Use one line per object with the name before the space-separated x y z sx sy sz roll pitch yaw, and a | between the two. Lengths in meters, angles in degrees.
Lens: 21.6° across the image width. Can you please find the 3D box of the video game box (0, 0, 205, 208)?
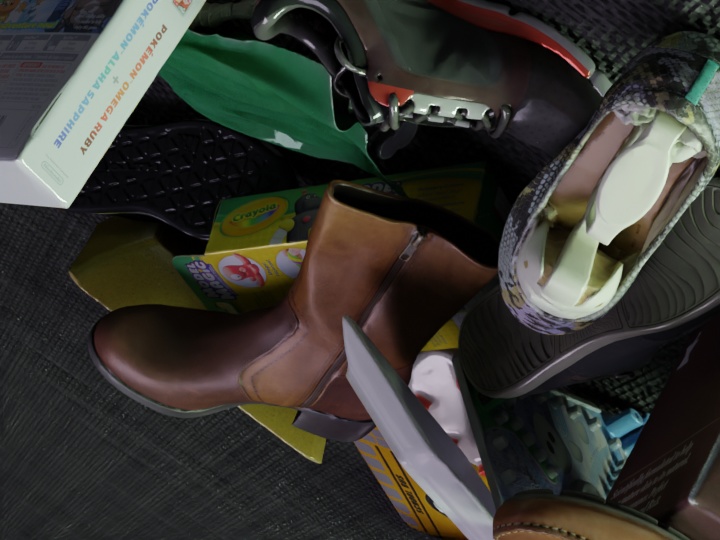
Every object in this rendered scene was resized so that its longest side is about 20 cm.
video game box | -0.175 -0.119 0.986 0.199 0.183 0.047 7 150 46

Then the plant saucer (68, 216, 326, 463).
plant saucer | -0.092 0.027 1.254 0.200 0.049 0.200 38 -172 -8

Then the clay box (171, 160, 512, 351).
clay box | 0.000 0.000 1.099 0.199 0.048 0.115 -6 140 27

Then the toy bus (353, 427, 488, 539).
toy bus | 0.040 0.105 1.243 0.078 0.065 0.200 18 153 32

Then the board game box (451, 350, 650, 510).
board game box | 0.142 0.150 1.075 0.026 0.201 0.200 -32 146 26

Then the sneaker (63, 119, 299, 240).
sneaker | -0.111 -0.061 1.198 0.199 0.072 0.083 11 -176 31

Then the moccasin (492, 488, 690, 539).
moccasin | 0.140 0.174 0.884 0.201 0.078 0.074 41 155 -18

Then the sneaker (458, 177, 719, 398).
sneaker | 0.152 0.006 0.989 0.106 0.075 0.199 -2 160 -46

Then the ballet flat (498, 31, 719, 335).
ballet flat | 0.110 -0.025 0.876 0.072 0.072 0.201 31 134 2

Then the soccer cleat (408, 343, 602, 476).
soccer cleat | 0.105 0.097 1.177 0.200 0.078 0.069 39 131 -23

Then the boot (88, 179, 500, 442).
boot | -0.042 0.020 1.040 0.187 0.069 0.200 21 144 -9

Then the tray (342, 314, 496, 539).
tray | 0.044 0.108 1.040 0.108 0.022 0.200 57 -177 37

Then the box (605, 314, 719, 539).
box | 0.249 0.120 0.951 0.199 0.165 0.166 32 157 -1

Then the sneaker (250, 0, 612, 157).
sneaker | 0.034 -0.090 0.907 0.199 0.082 0.077 30 157 0

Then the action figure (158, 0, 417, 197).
action figure | -0.061 -0.110 1.026 0.199 0.055 0.118 25 158 34
